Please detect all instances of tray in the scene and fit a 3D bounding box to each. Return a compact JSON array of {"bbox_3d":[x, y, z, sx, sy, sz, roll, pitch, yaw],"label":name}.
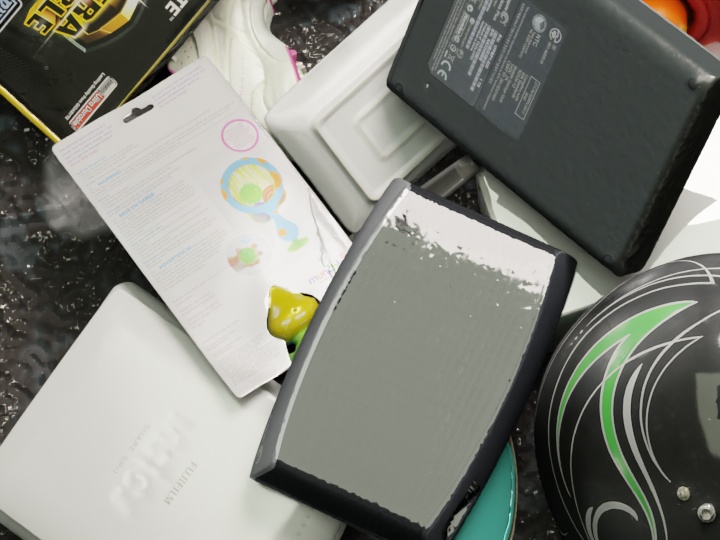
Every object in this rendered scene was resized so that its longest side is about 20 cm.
[{"bbox_3d":[0.044,-0.121,1.640,0.200,0.107,0.022,-42,30,-8],"label":"tray"}]

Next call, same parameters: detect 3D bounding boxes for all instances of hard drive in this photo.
[{"bbox_3d":[0.032,0.053,1.528,0.135,0.042,0.200,25,78,6],"label":"hard drive"},{"bbox_3d":[0.112,-0.109,1.532,0.200,0.033,0.140,42,125,28],"label":"hard drive"}]

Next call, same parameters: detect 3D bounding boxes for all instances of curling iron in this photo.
[{"bbox_3d":[0.000,0.000,1.608,0.200,0.026,0.050,-44,71,13],"label":"curling iron"}]

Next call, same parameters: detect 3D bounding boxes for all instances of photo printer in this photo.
[{"bbox_3d":[-0.108,0.127,1.584,0.200,0.069,0.166,35,85,14],"label":"photo printer"}]

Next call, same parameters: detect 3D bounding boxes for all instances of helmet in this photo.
[{"bbox_3d":[0.197,0.087,1.510,0.200,0.200,0.191,-4,81,4],"label":"helmet"}]

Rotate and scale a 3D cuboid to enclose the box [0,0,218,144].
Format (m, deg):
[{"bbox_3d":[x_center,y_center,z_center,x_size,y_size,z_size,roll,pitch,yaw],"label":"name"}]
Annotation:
[{"bbox_3d":[-0.169,-0.193,1.625,0.160,0.049,0.200,44,116,-1],"label":"box"}]

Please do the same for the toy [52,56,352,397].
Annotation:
[{"bbox_3d":[-0.084,-0.021,1.603,0.115,0.047,0.200,-32,69,-17],"label":"toy"}]

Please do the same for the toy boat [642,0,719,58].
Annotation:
[{"bbox_3d":[0.169,-0.140,1.567,0.200,0.131,0.131,-8,48,27],"label":"toy boat"}]

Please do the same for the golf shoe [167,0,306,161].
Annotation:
[{"bbox_3d":[-0.091,-0.152,1.671,0.091,0.075,0.200,-20,72,3],"label":"golf shoe"}]

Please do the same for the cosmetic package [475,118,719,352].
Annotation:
[{"bbox_3d":[0.179,-0.034,1.607,0.200,0.081,0.113,-16,72,1],"label":"cosmetic package"}]

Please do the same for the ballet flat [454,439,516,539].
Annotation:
[{"bbox_3d":[0.055,0.097,1.584,0.067,0.062,0.200,5,75,-19],"label":"ballet flat"}]
